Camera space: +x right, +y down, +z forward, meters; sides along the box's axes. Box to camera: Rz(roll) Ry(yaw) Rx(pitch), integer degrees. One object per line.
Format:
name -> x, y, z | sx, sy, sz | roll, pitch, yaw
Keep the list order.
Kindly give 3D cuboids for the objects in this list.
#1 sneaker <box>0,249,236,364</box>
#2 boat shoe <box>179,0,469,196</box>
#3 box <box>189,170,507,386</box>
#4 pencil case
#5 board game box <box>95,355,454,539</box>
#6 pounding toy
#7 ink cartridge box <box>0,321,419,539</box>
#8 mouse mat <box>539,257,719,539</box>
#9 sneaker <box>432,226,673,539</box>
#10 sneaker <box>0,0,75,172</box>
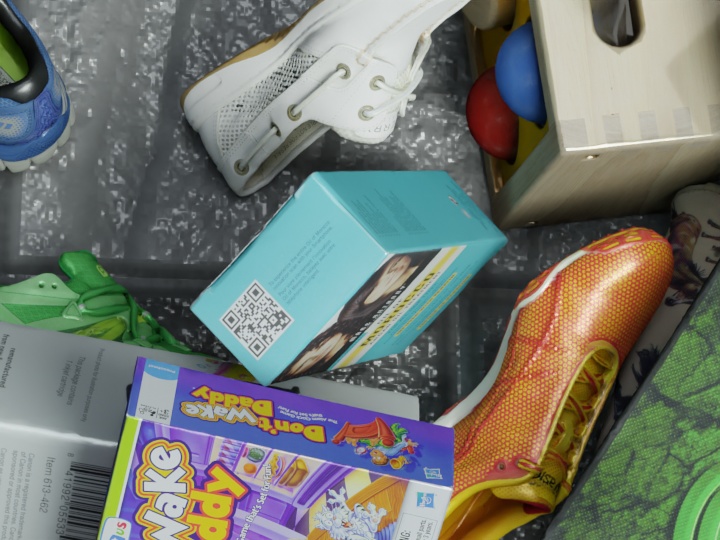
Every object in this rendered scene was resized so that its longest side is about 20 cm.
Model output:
sneaker -> -0.121, 0.034, 1.241 | 0.199, 0.074, 0.084 | 15, 73, -1
boat shoe -> -0.001, -0.094, 1.256 | 0.071, 0.200, 0.070 | -19, 82, -47
box -> 0.000, 0.000, 1.195 | 0.049, 0.200, 0.082 | 46, 105, 11
pencil case -> 0.161, 0.065, 1.258 | 0.078, 0.089, 0.201 | 1, 65, 42
board game box -> -0.050, 0.143, 1.109 | 0.134, 0.201, 0.045 | 13, 30, -5
pounding toy -> 0.090, -0.132, 1.284 | 0.141, 0.184, 0.201 | -7, 79, -10
ink cartridge box -> -0.082, 0.118, 1.171 | 0.199, 0.146, 0.083 | 10, 30, -3
mouse mat -> 0.186, 0.084, 1.105 | 0.160, 0.008, 0.200 | 29, 73, 17
sneaker -> 0.085, 0.069, 1.223 | 0.200, 0.073, 0.077 | -54, 47, 7
sneaker -> -0.217, -0.138, 1.285 | 0.200, 0.089, 0.079 | 39, 69, 8
